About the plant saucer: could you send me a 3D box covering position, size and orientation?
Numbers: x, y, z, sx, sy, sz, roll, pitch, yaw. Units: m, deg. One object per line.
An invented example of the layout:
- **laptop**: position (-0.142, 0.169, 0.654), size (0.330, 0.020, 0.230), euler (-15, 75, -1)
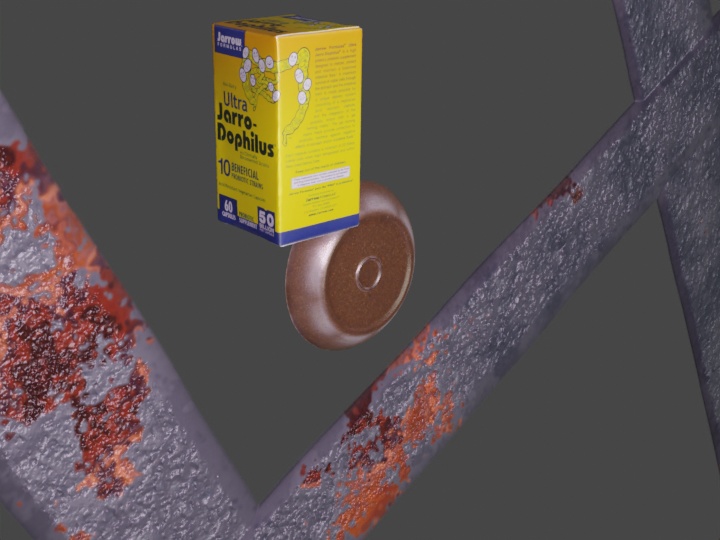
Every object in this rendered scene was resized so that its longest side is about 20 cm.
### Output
- **plant saucer**: position (0.000, 0.000, 1.295), size (0.198, 0.036, 0.204), euler (-17, 115, -39)

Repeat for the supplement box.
- **supplement box**: position (-0.073, -0.143, 1.119), size (0.108, 0.108, 0.204), euler (-16, 115, -39)
